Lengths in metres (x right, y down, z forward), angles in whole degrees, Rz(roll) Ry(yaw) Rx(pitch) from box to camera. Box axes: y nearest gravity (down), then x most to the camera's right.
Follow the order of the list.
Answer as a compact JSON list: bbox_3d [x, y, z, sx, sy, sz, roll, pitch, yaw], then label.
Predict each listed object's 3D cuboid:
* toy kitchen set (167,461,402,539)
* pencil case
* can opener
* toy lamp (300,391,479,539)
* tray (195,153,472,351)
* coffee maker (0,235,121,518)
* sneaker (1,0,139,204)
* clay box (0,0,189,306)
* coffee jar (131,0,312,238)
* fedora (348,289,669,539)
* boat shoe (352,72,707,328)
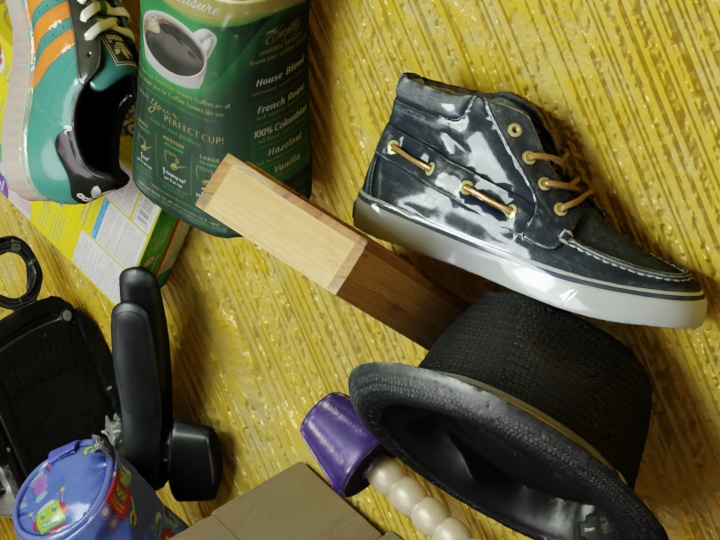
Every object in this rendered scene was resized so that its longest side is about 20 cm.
[{"bbox_3d":[-0.042,0.266,1.703,0.200,0.180,0.163,40,139,27],"label":"toy kitchen set"},{"bbox_3d":[-0.138,0.180,1.770,0.078,0.087,0.200,-21,136,23],"label":"pencil case"},{"bbox_3d":[-0.133,0.071,1.759,0.079,0.063,0.200,-5,135,2],"label":"can opener"},{"bbox_3d":[0.045,0.147,1.636,0.200,0.058,0.058,40,137,18],"label":"toy lamp"},{"bbox_3d":[0.000,0.000,1.502,0.099,0.200,0.037,32,91,28],"label":"tray"},{"bbox_3d":[-0.262,0.081,1.880,0.200,0.135,0.192,-8,85,47],"label":"coffee maker"},{"bbox_3d":[-0.161,-0.139,1.635,0.080,0.071,0.200,3,94,34],"label":"sneaker"},{"bbox_3d":[-0.188,-0.083,1.737,0.200,0.048,0.115,45,140,16],"label":"clay box"},{"bbox_3d":[-0.076,-0.125,1.564,0.104,0.085,0.200,31,134,32],"label":"coffee jar"},{"bbox_3d":[0.092,0.073,1.480,0.200,0.092,0.201,25,162,9],"label":"fedora"},{"bbox_3d":[0.094,-0.037,1.456,0.200,0.071,0.091,19,102,19],"label":"boat shoe"}]
